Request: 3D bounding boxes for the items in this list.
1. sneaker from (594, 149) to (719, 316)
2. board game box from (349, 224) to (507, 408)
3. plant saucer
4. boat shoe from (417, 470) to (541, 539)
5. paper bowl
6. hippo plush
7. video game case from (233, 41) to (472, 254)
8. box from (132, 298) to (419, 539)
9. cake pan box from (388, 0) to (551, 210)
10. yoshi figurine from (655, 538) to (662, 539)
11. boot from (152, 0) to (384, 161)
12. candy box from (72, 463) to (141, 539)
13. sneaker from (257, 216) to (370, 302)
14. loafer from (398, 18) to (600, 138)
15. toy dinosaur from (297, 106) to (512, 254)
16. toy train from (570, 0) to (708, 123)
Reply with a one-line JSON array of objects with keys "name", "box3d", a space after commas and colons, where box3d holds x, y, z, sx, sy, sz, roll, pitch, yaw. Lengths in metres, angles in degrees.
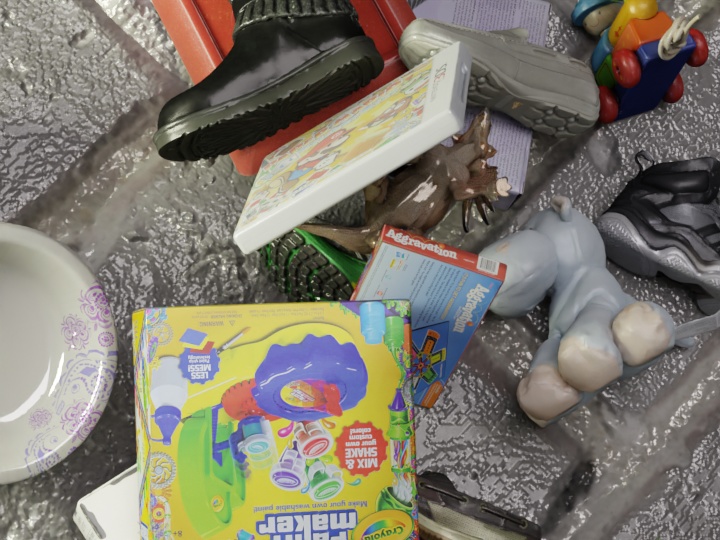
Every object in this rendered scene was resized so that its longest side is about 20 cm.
[{"name": "sneaker", "box3d": [0.310, -0.031, 1.786, 0.199, 0.076, 0.115, 27, 72, 1]}, {"name": "board game box", "box3d": [0.040, 0.040, 1.643, 0.102, 0.201, 0.020, 19, 53, -5]}, {"name": "plant saucer", "box3d": [-0.057, -0.210, 1.751, 0.198, 0.037, 0.201, -26, 71, -4]}, {"name": "boat shoe", "box3d": [0.055, 0.198, 1.670, 0.199, 0.073, 0.065, 27, 58, -6]}, {"name": "paper bowl", "box3d": [-0.298, 0.061, 1.595, 0.199, 0.104, 0.203, -2, 95, -25]}, {"name": "hippo plush", "box3d": [0.186, 0.017, 1.701, 0.199, 0.159, 0.162, -27, 80, -18]}, {"name": "video game case", "box3d": [-0.003, -0.100, 1.611, 0.199, 0.182, 0.023, -30, 107, 16]}, {"name": "box", "box3d": [-0.066, 0.122, 1.537, 0.198, 0.122, 0.195, -2, 88, -12]}, {"name": "cake pan box", "box3d": [0.065, -0.163, 1.792, 0.182, 0.052, 0.202, 11, 70, -6]}, {"name": "yoshi figurine", "box3d": [0.216, 0.272, 1.599, 0.111, 0.199, 0.114, 1, 98, -36]}, {"name": "boot", "box3d": [-0.098, -0.193, 1.688, 0.210, 0.080, 0.159, -25, 73, -9]}, {"name": "candy box", "box3d": [-0.106, 0.228, 1.620, 0.167, 0.072, 0.201, -31, 82, -19]}, {"name": "sneaker", "box3d": [0.000, 0.000, 1.723, 0.199, 0.078, 0.086, 32, 52, -2]}, {"name": "loafer", "box3d": [0.118, -0.174, 1.735, 0.199, 0.070, 0.070, 20, 58, -30]}, {"name": "toy dinosaur", "box3d": [0.046, -0.056, 1.675, 0.199, 0.136, 0.086, -31, 83, -6]}, {"name": "toy train", "box3d": [0.244, -0.221, 1.770, 0.084, 0.200, 0.117, -18, 72, -16]}]
